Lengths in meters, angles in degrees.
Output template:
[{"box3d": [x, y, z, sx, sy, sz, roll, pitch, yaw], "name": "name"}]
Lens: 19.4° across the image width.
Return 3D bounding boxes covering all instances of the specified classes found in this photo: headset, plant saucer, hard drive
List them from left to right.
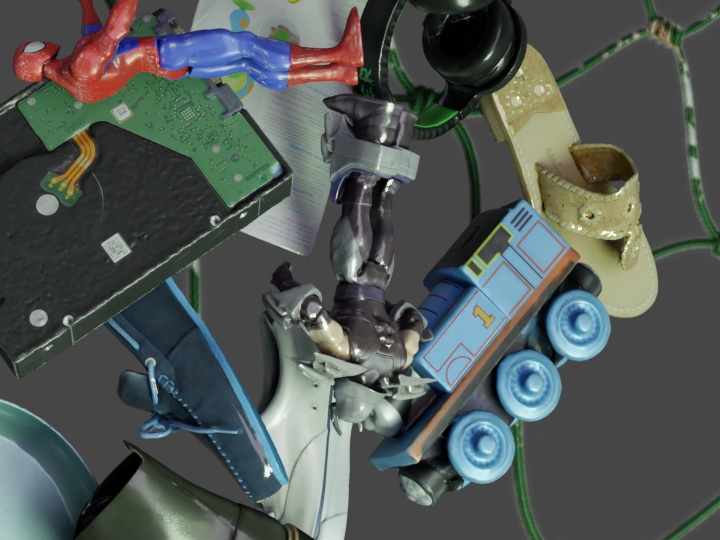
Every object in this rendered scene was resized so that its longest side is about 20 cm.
[{"box3d": [-0.239, 0.171, 1.216, 0.199, 0.027, 0.202, 3, 84, -27], "name": "plant saucer"}, {"box3d": [-0.157, -0.049, 1.231, 0.199, 0.038, 0.140, -36, 77, -14], "name": "hard drive"}, {"box3d": [0.057, -0.177, 1.370, 0.200, 0.094, 0.124, -48, 139, -22], "name": "headset"}]

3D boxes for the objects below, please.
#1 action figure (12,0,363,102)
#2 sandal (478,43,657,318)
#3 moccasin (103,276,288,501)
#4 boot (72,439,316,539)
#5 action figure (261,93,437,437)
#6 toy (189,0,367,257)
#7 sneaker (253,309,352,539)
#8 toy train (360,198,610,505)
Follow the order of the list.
[{"box3d": [-0.104, -0.149, 1.218, 0.198, 0.065, 0.100, -7, 77, -8], "name": "action figure"}, {"box3d": [0.152, -0.060, 1.413, 0.077, 0.069, 0.213, -35, 101, -25], "name": "sandal"}, {"box3d": [-0.117, 0.060, 1.257, 0.068, 0.081, 0.201, -33, 72, -7], "name": "moccasin"}, {"box3d": [-0.133, 0.206, 1.225, 0.138, 0.077, 0.201, 34, 90, -19], "name": "boot"}, {"box3d": [0.000, 0.000, 1.268, 0.130, 0.069, 0.202, 18, 75, -58], "name": "action figure"}, {"box3d": [-0.063, -0.117, 1.322, 0.114, 0.047, 0.202, 21, 73, -17], "name": "toy"}, {"box3d": [-0.046, 0.121, 1.303, 0.070, 0.073, 0.202, 9, 73, -13], "name": "sneaker"}, {"box3d": [0.074, 0.054, 1.358, 0.114, 0.087, 0.200, 43, 70, -7], "name": "toy train"}]
